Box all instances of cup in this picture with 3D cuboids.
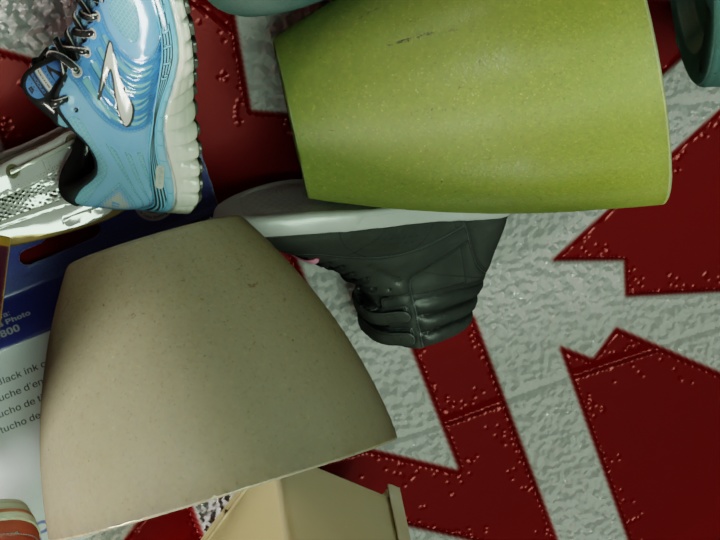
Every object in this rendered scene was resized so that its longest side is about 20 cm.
[{"bbox_3d":[-0.094,0.052,1.375,0.199,0.200,0.144,-16,89,-15],"label":"cup"}]

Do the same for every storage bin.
[{"bbox_3d":[-0.053,0.245,1.481,0.093,0.201,0.199,24,117,-23],"label":"storage bin"}]

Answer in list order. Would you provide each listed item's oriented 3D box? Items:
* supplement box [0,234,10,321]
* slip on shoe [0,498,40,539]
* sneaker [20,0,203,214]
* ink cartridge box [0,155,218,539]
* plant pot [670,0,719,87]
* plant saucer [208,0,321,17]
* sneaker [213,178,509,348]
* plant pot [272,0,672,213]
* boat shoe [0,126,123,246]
[{"bbox_3d":[-0.269,0.069,1.335,0.130,0.104,0.201,10,137,-12],"label":"supplement box"},{"bbox_3d":[-0.210,0.202,1.461,0.074,0.062,0.200,-11,151,-13],"label":"slip on shoe"},{"bbox_3d":[-0.133,-0.110,1.307,0.089,0.079,0.201,-9,124,-10],"label":"sneaker"},{"bbox_3d":[-0.149,0.053,1.469,0.198,0.041,0.201,-24,119,-11],"label":"ink cartridge box"},{"bbox_3d":[0.280,-0.181,1.464,0.186,0.200,0.201,-5,116,-3],"label":"plant pot"},{"bbox_3d":[-0.006,-0.211,1.351,0.201,0.039,0.202,-36,151,-23],"label":"plant saucer"},{"bbox_3d":[0.000,0.000,1.480,0.199,0.071,0.100,-3,111,-33],"label":"sneaker"},{"bbox_3d":[0.056,-0.109,1.417,0.198,0.187,0.188,-12,118,-2],"label":"plant pot"},{"bbox_3d":[-0.228,-0.042,1.384,0.199,0.071,0.070,-17,105,-12],"label":"boat shoe"}]
